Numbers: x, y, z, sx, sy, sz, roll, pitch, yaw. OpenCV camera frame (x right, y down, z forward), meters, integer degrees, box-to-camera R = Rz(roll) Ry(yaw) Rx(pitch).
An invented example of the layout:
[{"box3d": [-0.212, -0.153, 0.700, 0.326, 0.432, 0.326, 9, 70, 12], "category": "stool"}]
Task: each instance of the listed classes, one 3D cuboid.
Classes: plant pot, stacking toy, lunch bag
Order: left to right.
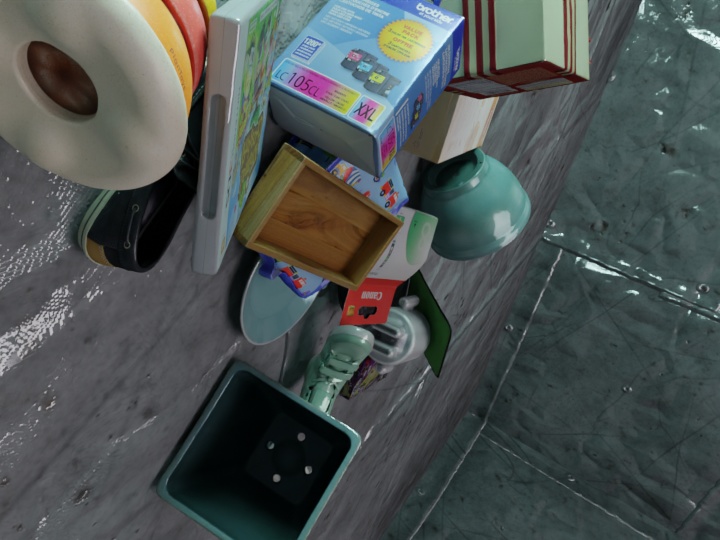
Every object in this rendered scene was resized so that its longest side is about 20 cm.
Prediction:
[{"box3d": [-0.139, -0.161, 0.391, 0.146, 0.146, 0.200, 95, 14, -47], "category": "stacking toy"}, {"box3d": [-0.119, 0.267, 0.859, 0.196, 0.196, 0.200, -59, 168, -10], "category": "plant pot"}, {"box3d": [-0.046, -0.067, 0.707, 0.200, 0.094, 0.151, -55, 149, -17], "category": "lunch bag"}, {"box3d": [0.190, -0.137, 1.109, 0.200, 0.200, 0.134, -53, 131, -23], "category": "plant pot"}]

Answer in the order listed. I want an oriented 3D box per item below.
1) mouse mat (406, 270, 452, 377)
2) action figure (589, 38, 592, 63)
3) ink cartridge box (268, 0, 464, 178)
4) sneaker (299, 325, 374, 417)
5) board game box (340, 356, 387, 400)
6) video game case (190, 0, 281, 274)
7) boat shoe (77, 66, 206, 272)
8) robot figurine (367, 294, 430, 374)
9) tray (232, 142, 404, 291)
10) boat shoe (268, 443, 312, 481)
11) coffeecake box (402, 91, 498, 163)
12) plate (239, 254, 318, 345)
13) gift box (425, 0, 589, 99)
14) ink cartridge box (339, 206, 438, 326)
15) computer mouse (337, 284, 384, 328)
[{"box3d": [0.138, 0.105, 1.295, 0.008, 0.200, 0.161, -9, 137, -16], "category": "mouse mat"}, {"box3d": [0.508, -0.531, 1.475, 0.200, 0.099, 0.065, -43, 154, -46], "category": "action figure"}, {"box3d": [0.014, -0.213, 0.629, 0.200, 0.136, 0.076, -55, 164, -20], "category": "ink cartridge box"}, {"box3d": [-0.039, 0.170, 0.956, 0.200, 0.074, 0.118, 127, -20, -50], "category": "sneaker"}, {"box3d": [0.030, 0.203, 1.352, 0.200, 0.032, 0.120, -13, 124, -64], "category": "board game box"}, {"box3d": [-0.094, -0.124, 0.487, 0.200, 0.022, 0.182, -89, -169, -58], "category": "video game case"}, {"box3d": [-0.151, -0.085, 0.506, 0.200, 0.062, 0.075, -60, 159, -11], "category": "boat shoe"}, {"box3d": [0.074, 0.129, 1.237, 0.170, 0.113, 0.200, -66, 159, 6], "category": "robot figurine"}, {"box3d": [-0.038, -0.047, 0.644, 0.099, 0.037, 0.200, -55, 146, 7], "category": "tray"}, {"box3d": [-0.120, 0.369, 1.115, 0.075, 0.086, 0.202, -52, 157, -26], "category": "boat shoe"}, {"box3d": [0.156, -0.269, 0.987, 0.200, 0.073, 0.154, -31, 142, -54], "category": "coffeecake box"}, {"box3d": [-0.096, 0.004, 0.800, 0.200, 0.026, 0.200, -50, 157, -30], "category": "plate"}, {"box3d": [0.179, -0.324, 0.766, 0.200, 0.184, 0.187, -13, 102, -57], "category": "gift box"}, {"box3d": [0.048, -0.003, 0.978, 0.161, 0.050, 0.201, 6, 99, -60], "category": "ink cartridge box"}, {"box3d": [0.000, 0.000, 0.999, 0.138, 0.053, 0.200, -33, 133, -49], "category": "computer mouse"}]
